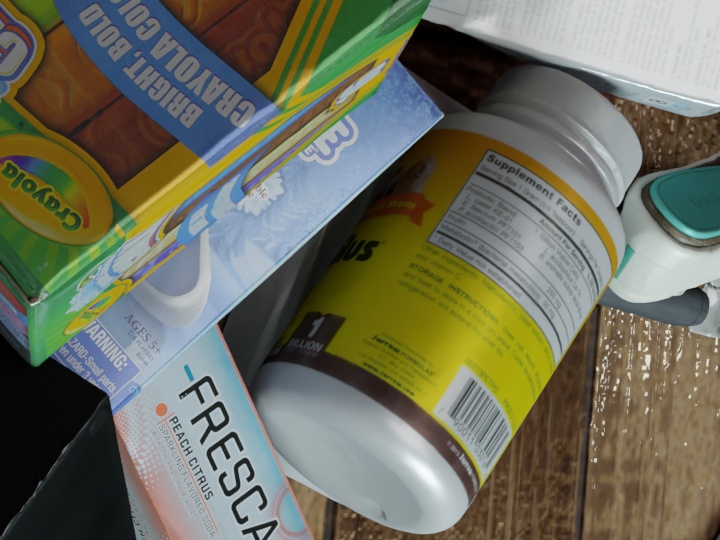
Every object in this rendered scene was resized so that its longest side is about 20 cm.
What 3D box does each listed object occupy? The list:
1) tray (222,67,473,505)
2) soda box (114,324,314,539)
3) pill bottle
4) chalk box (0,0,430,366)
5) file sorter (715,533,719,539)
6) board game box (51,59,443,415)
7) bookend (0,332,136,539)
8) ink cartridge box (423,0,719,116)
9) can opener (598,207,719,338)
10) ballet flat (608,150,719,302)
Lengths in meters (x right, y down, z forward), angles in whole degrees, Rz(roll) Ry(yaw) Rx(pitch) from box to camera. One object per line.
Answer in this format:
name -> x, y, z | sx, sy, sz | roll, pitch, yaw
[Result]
tray -> 0.000, 0.000, 1.031 | 0.107, 0.022, 0.201 | 30, 74, -36
soda box -> -0.079, 0.082, 0.943 | 0.063, 0.068, 0.201 | -33, 112, -29
pill bottle -> 0.044, 0.008, 0.983 | 0.109, 0.109, 0.201 | 48, 64, -29
chalk box -> -0.097, -0.057, 0.693 | 0.200, 0.124, 0.125 | -40, 87, -14
file sorter -> 0.248, 0.259, 1.174 | 0.139, 0.124, 0.200 | -51, 120, -25
board game box -> -0.104, -0.070, 0.863 | 0.199, 0.043, 0.200 | -43, 94, -16
bookend -> -0.190, 0.068, 0.826 | 0.199, 0.199, 0.092 | 31, 67, 12
ink cartridge box -> 0.088, -0.173, 1.010 | 0.198, 0.047, 0.161 | 15, 86, -7
can opener -> 0.173, 0.003, 1.137 | 0.199, 0.067, 0.054 | 15, 82, -38
ballet flat -> 0.185, -0.024, 1.094 | 0.199, 0.069, 0.070 | -13, 101, -46
